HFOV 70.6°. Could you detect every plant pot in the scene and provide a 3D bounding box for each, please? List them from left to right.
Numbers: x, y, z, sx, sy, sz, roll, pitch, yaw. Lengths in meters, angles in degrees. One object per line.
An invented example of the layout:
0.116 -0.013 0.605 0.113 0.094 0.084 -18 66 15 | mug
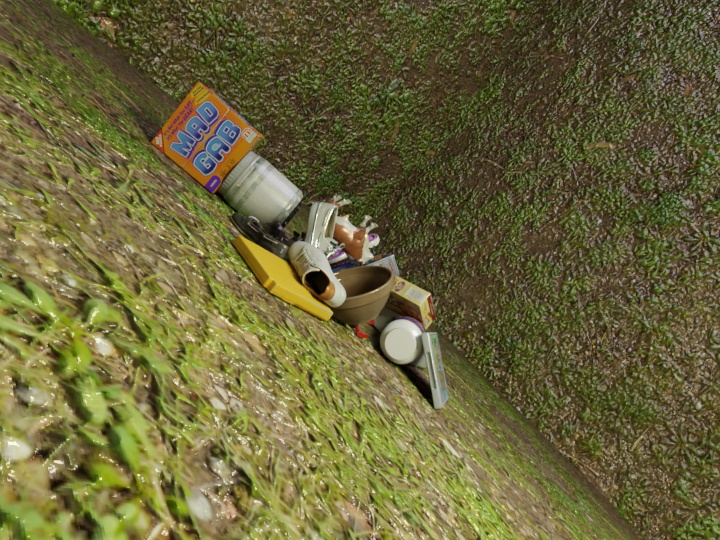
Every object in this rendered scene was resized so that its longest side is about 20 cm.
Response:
-0.011 0.067 1.216 0.201 0.199 0.093 -125 -158 -70 | plant pot

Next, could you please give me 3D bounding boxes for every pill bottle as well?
0.111 0.181 1.333 0.112 0.113 0.200 42 5 8 | pill bottle

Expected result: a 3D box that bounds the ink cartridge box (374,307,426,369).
0.133 0.195 1.553 0.200 0.084 0.145 45 6 29 | ink cartridge box

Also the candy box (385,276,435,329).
0.115 0.076 1.452 0.199 0.055 0.116 29 -27 35 | candy box

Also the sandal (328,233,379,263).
-0.045 -0.073 1.455 0.082 0.201 0.050 -134 -155 -62 | sandal

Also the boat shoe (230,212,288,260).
-0.239 -0.088 1.222 0.200 0.057 0.067 45 7 30 | boat shoe

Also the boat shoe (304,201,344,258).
-0.082 -0.060 1.215 0.085 0.204 0.075 7 -5 17 | boat shoe

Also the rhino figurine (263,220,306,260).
-0.179 -0.064 1.366 0.200 0.088 0.060 39 -22 -25 | rhino figurine

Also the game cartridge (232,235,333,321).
-0.164 0.019 1.078 0.200 0.032 0.176 33 10 -49 | game cartridge

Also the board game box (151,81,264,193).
-0.409 -0.360 1.403 0.200 0.200 0.200 40 6 -14 | board game box

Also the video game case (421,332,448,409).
0.196 0.252 1.318 0.200 0.022 0.184 26 54 -74 | video game case

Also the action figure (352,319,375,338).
0.007 0.112 1.344 0.098 0.066 0.200 19 16 -27 | action figure

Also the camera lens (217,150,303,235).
-0.271 -0.209 1.411 0.200 0.160 0.160 41 5 -14 | camera lens

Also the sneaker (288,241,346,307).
-0.108 -0.008 1.119 0.200 0.073 0.085 46 6 33 | sneaker

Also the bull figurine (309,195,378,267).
-0.030 -0.100 1.288 0.199 0.122 0.065 35 16 -15 | bull figurine

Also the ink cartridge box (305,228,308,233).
-0.087 -0.055 1.567 0.200 0.148 0.076 43 45 -1 | ink cartridge box

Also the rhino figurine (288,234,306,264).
-0.107 -0.063 1.336 0.059 0.201 0.088 -6 -44 44 | rhino figurine

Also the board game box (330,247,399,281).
0.000 0.000 1.388 0.200 0.198 0.062 -95 167 -73 | board game box
